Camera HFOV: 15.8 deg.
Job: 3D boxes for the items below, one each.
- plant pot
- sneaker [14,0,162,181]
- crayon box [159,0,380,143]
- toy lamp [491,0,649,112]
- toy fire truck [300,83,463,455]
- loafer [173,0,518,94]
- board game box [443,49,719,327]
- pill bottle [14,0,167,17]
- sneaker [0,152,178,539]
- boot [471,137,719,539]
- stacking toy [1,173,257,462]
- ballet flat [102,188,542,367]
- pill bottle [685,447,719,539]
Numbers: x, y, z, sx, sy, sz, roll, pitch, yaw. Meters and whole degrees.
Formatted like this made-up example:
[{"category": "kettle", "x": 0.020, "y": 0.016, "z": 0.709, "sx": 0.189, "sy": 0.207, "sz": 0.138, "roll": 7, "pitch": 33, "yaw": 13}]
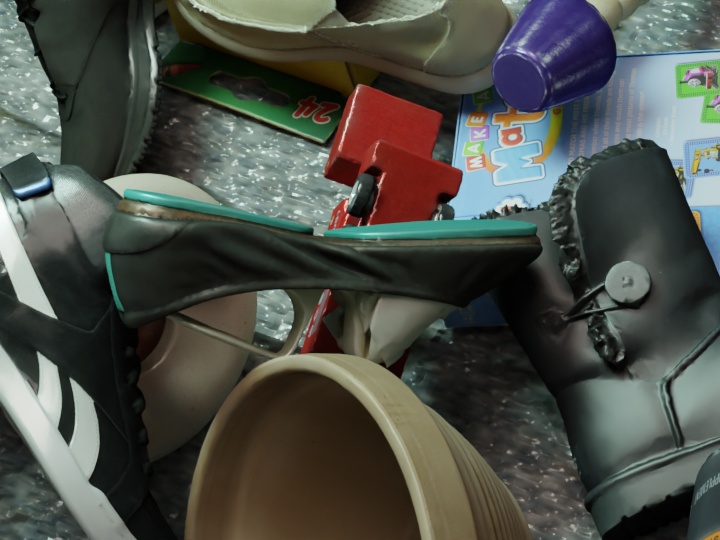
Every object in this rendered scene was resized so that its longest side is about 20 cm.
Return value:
[{"category": "plant pot", "x": 0.011, "y": 0.135, "z": 1.105, "sx": 0.092, "sy": 0.202, "sz": 0.201, "roll": -1, "pitch": 39, "yaw": -35}, {"category": "sneaker", "x": -0.147, "y": -0.133, "z": 1.351, "sx": 0.090, "sy": 0.201, "sz": 0.076, "roll": 5, "pitch": 5, "yaw": -22}, {"category": "crayon box", "x": -0.020, "y": -0.171, "z": 1.421, "sx": 0.126, "sy": 0.051, "sz": 0.200, "roll": 20, "pitch": 60, "yaw": 28}, {"category": "toy lamp", "x": 0.134, "y": -0.139, "z": 1.311, "sx": 0.058, "sy": 0.058, "sz": 0.200, "roll": 22, "pitch": 43, "yaw": 29}, {"category": "toy fire truck", "x": 0.000, "y": 0.000, "z": 1.242, "sx": 0.048, "sy": 0.141, "sz": 0.201, "roll": 20, "pitch": 76, "yaw": -9}, {"category": "loafer", "x": -0.012, "y": -0.147, "z": 1.321, "sx": 0.199, "sy": 0.068, "sz": 0.076, "roll": 13, "pitch": 60, "yaw": 24}, {"category": "board game box", "x": 0.143, "y": -0.043, "z": 1.281, "sx": 0.199, "sy": 0.037, "sz": 0.152, "roll": -1, "pitch": 51, "yaw": 13}, {"category": "pill bottle", "x": -0.164, "y": -0.233, "z": 1.412, "sx": 0.115, "sy": 0.201, "sz": 0.116, "roll": -7, "pitch": 50, "yaw": 9}, {"category": "sneaker", "x": -0.107, "y": 0.039, "z": 1.141, "sx": 0.112, "sy": 0.073, "sz": 0.201, "roll": -34, "pitch": 93, "yaw": -8}, {"category": "boot", "x": 0.163, "y": 0.011, "z": 1.173, "sx": 0.199, "sy": 0.076, "sz": 0.169, "roll": -23, "pitch": 72, "yaw": 4}, {"category": "stacking toy", "x": -0.158, "y": 0.003, "z": 1.286, "sx": 0.146, "sy": 0.147, "sz": 0.200, "roll": -41, "pitch": 37, "yaw": -18}, {"category": "ballet flat", "x": -0.017, "y": 0.005, "z": 1.130, "sx": 0.199, "sy": 0.069, "sz": 0.068, "roll": 4, "pitch": 3, "yaw": -17}, {"category": "pill bottle", "x": 0.176, "y": 0.172, "z": 1.050, "sx": 0.106, "sy": 0.107, "sz": 0.201, "roll": 1, "pitch": 52, "yaw": 16}]
